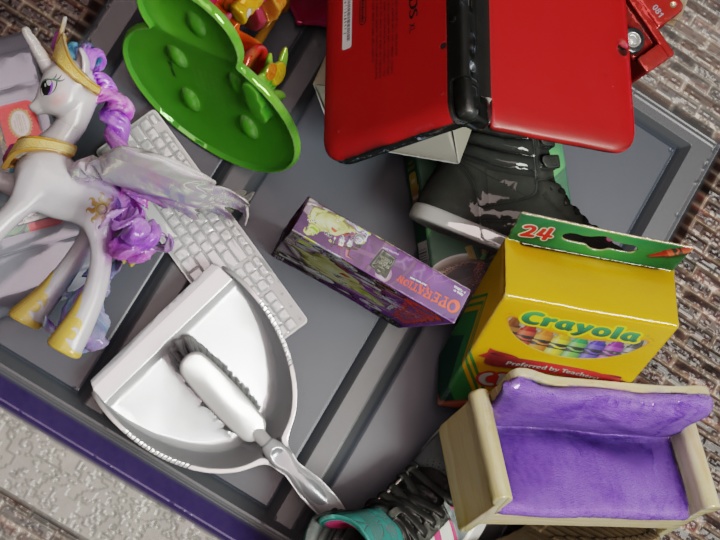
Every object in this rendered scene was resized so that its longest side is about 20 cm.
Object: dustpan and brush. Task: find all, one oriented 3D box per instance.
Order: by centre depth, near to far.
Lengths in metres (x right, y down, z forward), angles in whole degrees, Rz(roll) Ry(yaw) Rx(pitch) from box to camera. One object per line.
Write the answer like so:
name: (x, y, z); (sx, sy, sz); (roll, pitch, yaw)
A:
dustpan and brush: (-0.082, 0.112, 0.909); (0.140, 0.057, 0.200); (-44, 104, -9)

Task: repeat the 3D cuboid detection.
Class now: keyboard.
keyboard: (-0.120, -0.026, 0.942); (0.056, 0.011, 0.201); (-36, 91, -10)

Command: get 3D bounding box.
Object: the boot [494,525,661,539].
boot: (0.138, 0.276, 0.936); (0.199, 0.072, 0.168); (-5, 106, -28)

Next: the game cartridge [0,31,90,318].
game cartridge: (-0.280, -0.064, 0.909); (0.132, 0.041, 0.201); (-17, 88, -6)

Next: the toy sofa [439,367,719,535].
toy sofa: (0.165, 0.134, 0.885); (0.199, 0.098, 0.083); (8, 56, -27)

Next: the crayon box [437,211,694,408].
crayon box: (0.139, 0.042, 0.879); (0.126, 0.200, 0.051); (10, 56, -7)

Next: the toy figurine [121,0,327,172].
toy figurine: (-0.066, -0.202, 0.892); (0.149, 0.200, 0.185); (25, 68, 17)

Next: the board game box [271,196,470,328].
board game box: (0.000, 0.000, 0.862); (0.119, 0.200, 0.032); (25, 83, -5)

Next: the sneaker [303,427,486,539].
sneaker: (0.024, 0.181, 0.886); (0.083, 0.121, 0.201); (26, 81, 30)

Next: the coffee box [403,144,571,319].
coffee box: (0.099, -0.066, 0.961); (0.122, 0.044, 0.202); (-6, 86, -9)

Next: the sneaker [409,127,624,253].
sneaker: (0.144, -0.049, 0.907); (0.199, 0.071, 0.100); (21, 88, -2)

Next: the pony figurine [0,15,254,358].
pony figurine: (-0.180, -0.048, 0.846); (0.192, 0.167, 0.201); (28, 88, -9)

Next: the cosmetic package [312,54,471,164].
cosmetic package: (0.052, -0.185, 0.905); (0.103, 0.073, 0.201); (13, 65, 20)

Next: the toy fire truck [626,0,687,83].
toy fire truck: (0.246, -0.227, 0.994); (0.141, 0.049, 0.201); (-35, 90, -10)

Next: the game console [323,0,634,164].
game console: (0.075, -0.164, 0.827); (0.118, 0.172, 0.202); (25, 59, -46)
